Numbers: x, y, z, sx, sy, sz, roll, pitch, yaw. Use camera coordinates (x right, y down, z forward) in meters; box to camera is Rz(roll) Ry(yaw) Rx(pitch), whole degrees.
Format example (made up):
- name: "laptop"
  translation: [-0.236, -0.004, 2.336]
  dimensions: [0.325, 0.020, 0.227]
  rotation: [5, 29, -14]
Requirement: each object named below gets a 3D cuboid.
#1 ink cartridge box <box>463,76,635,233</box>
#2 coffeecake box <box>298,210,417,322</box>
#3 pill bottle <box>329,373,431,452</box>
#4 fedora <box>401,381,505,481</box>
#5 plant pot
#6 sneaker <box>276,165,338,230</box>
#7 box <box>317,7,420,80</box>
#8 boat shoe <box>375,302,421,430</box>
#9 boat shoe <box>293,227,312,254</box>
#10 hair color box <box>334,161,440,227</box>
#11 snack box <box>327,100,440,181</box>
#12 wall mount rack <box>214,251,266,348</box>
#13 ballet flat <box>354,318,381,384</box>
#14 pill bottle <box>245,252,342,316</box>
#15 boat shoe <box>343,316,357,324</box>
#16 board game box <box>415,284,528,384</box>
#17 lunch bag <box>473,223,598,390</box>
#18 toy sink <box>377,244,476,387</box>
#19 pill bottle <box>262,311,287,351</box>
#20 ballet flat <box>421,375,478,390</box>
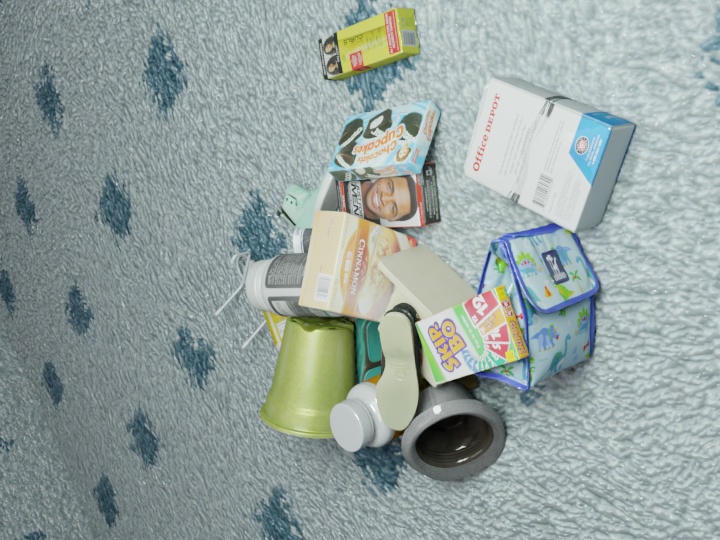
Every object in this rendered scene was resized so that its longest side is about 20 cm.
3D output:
- name: "ink cartridge box"
  translation: [0.258, -0.167, 0.998]
  dimensions: [0.198, 0.085, 0.150]
  rotation: [35, 124, 36]
- name: "coffeecake box"
  translation: [0.000, 0.000, 1.201]
  dimensions: [0.072, 0.197, 0.158]
  rotation: [7, 85, 41]
- name: "pill bottle"
  translation: [0.042, 0.241, 1.257]
  dimensions: [0.109, 0.197, 0.115]
  rotation: [15, 113, 41]
- name: "fedora"
  translation: [0.148, 0.258, 1.202]
  dimensions: [0.174, 0.200, 0.092]
  rotation: [-31, 41, 14]
- name: "plant pot"
  translation: [-0.083, 0.184, 1.328]
  dimensions: [0.197, 0.197, 0.190]
  rotation: [15, 103, 42]
- name: "sneaker"
  translation: [-0.099, -0.148, 1.380]
  dimensions: [0.118, 0.073, 0.203]
  rotation: [43, 132, 21]
- name: "box"
  translation: [0.011, -0.383, 1.220]
  dimensions: [0.197, 0.049, 0.078]
  rotation: [-1, 100, 46]
- name: "boat shoe"
  translation: [0.065, 0.153, 1.127]
  dimensions: [0.072, 0.063, 0.208]
  rotation: [6, 110, 20]
- name: "boat shoe"
  translation: [-0.077, 0.005, 1.393]
  dimensions: [0.066, 0.072, 0.204]
  rotation: [0, 125, 18]
- name: "hair color box"
  translation: [0.044, -0.129, 1.250]
  dimensions: [0.197, 0.060, 0.105]
  rotation: [0, 101, 45]
- name: "snack box"
  translation: [0.037, -0.216, 1.207]
  dimensions: [0.197, 0.037, 0.119]
  rotation: [1, 66, 46]
- name: "wall mount rack"
  translation: [-0.253, 0.063, 1.606]
  dimensions: [0.200, 0.073, 0.177]
  rotation: [44, 130, 30]
- name: "ballet flat"
  translation: [0.020, 0.173, 1.369]
  dimensions: [0.070, 0.065, 0.206]
  rotation: [-147, 52, -63]
- name: "pill bottle"
  translation: [-0.109, 0.026, 1.291]
  dimensions: [0.196, 0.112, 0.117]
  rotation: [-1, 101, 37]
- name: "boat shoe"
  translation: [-0.027, 0.037, 1.365]
  dimensions: [0.072, 0.068, 0.206]
  rotation: [12, 112, 41]
- name: "board game box"
  translation: [0.145, 0.096, 1.001]
  dimensions: [0.199, 0.029, 0.098]
  rotation: [-32, 74, 56]
- name: "lunch bag"
  translation: [0.247, 0.042, 1.007]
  dimensions: [0.126, 0.167, 0.207]
  rotation: [8, 106, 48]
- name: "toy sink"
  translation: [0.114, 0.073, 1.187]
  dimensions: [0.200, 0.128, 0.114]
  rotation: [45, 130, 26]
- name: "pill bottle"
  translation: [-0.138, 0.098, 1.468]
  dimensions: [0.111, 0.111, 0.205]
  rotation: [-28, 81, 46]
- name: "ballet flat"
  translation: [0.116, 0.146, 1.246]
  dimensions: [0.200, 0.071, 0.069]
  rotation: [45, 133, 28]
